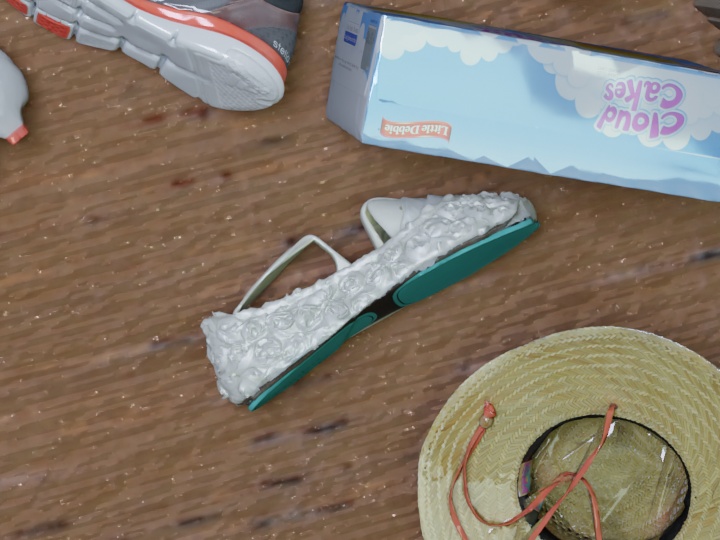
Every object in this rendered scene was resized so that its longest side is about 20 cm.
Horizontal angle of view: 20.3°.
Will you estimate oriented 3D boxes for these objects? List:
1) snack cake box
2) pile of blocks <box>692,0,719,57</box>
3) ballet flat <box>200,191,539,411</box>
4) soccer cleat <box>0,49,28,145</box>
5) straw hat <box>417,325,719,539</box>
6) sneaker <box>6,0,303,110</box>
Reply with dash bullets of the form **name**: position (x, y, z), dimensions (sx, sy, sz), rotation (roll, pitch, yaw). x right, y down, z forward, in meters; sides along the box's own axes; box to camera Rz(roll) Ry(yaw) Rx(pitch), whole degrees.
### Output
- **snack cake box**: position (0.090, -0.090, 1.060), dimensions (0.199, 0.115, 0.068), rotation (8, 98, -12)
- **pile of blocks**: position (0.229, -0.141, 1.104), dimensions (0.082, 0.062, 0.201), rotation (-20, 103, -6)
- **ballet flat**: position (0.000, 0.000, 1.087), dimensions (0.199, 0.072, 0.072), rotation (-32, 104, -4)
- **soccer cleat**: position (-0.259, -0.049, 1.031), dimensions (0.200, 0.069, 0.078), rotation (-40, 100, -9)
- **straw hat**: position (0.138, 0.117, 1.120), dimensions (0.200, 0.085, 0.202), rotation (2, 97, 16)
- **sneaker**: position (-0.119, -0.160, 1.044), dimensions (0.199, 0.077, 0.082), rotation (30, 67, -15)
